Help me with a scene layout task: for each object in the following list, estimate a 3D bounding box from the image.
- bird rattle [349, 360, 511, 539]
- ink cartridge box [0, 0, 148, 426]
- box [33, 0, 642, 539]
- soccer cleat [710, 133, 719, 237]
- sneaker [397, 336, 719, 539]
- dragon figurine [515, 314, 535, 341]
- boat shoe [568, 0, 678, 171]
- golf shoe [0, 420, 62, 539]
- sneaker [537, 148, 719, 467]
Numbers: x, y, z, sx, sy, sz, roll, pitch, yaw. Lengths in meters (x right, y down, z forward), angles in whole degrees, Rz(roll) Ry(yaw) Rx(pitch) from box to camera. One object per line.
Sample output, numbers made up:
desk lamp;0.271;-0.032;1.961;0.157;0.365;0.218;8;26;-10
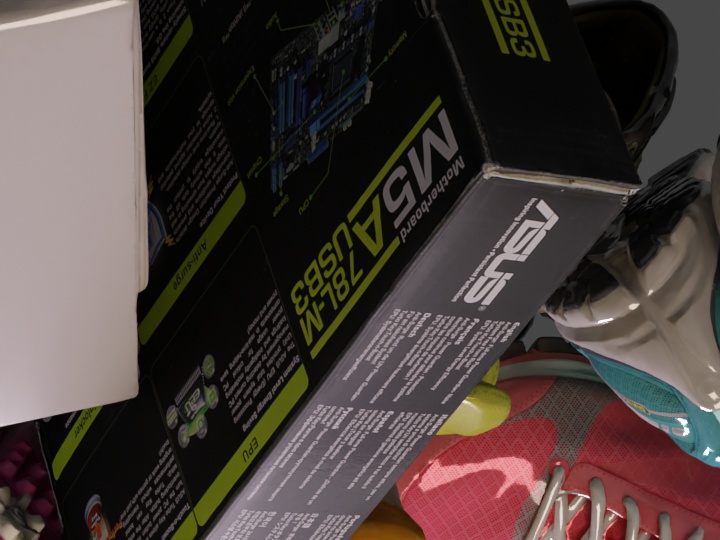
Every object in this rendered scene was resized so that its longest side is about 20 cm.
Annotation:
bird rattle;-0.043;0.091;0.747;0.112;0.163;0.201;27;101;-25
ink cartridge box;-0.160;-0.049;0.604;0.199;0.148;0.145;-12;146;-13
box;-0.028;-0.033;0.655;0.047;0.194;0.200;5;139;-33
soccer cleat;0.185;0.001;0.770;0.199;0.087;0.070;7;160;-25
sneaker;0.096;0.079;0.871;0.199;0.087;0.074;5;126;-25
dragon figurine;0.000;0.000;0.838;0.199;0.059;0.100;5;139;-32
boat shoe;0.038;-0.039;0.749;0.065;0.073;0.200;-63;170;24
golf shoe;-0.145;0.049;0.720;0.092;0.200;0.075;-49;173;18
sneaker;0.097;0.016;0.832;0.077;0.080;0.200;-36;-176;11
